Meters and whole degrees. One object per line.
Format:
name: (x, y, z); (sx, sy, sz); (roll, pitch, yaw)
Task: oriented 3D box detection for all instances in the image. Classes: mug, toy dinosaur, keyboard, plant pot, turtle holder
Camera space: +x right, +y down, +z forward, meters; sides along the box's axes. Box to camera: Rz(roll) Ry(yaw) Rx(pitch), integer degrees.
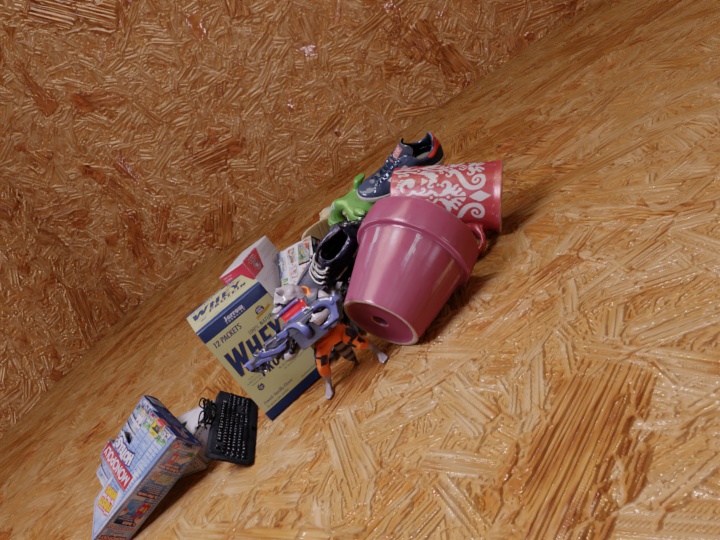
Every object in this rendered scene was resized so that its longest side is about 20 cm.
mug: (0.157, -0.123, 0.988); (0.199, 0.134, 0.178); (3, 47, 15)
toy dinosaur: (-0.027, 0.064, 0.985); (0.136, 0.102, 0.201); (-18, 67, 57)
keyboard: (-0.223, 0.248, 0.903); (0.200, 0.104, 0.040); (-126, 50, -72)
plant pot: (0.067, 0.011, 0.861); (0.200, 0.200, 0.179); (-12, 44, 52)
turtle holder: (0.028, -0.120, 1.179); (0.185, 0.132, 0.141); (-26, 50, -7)

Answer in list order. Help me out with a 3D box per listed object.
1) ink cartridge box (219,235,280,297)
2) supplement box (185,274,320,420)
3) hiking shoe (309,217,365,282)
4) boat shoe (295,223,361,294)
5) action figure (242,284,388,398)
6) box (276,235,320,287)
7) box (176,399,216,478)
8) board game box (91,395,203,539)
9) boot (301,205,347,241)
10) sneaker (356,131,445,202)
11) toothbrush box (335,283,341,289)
ink cartridge box: (-0.210, 0.042, 1.255); (0.083, 0.200, 0.147); (-31, 17, 25)
supplement box: (-0.196, 0.131, 0.988); (0.134, 0.200, 0.200); (-41, 18, -16)
hiking shoe: (-0.011, -0.078, 1.056); (0.200, 0.101, 0.076); (-48, -23, -12)
boat shoe: (-0.069, -0.008, 0.967); (0.200, 0.075, 0.093); (-50, -17, 17)
action figure: (-0.082, 0.106, 0.849); (0.200, 0.194, 0.105); (-30, 17, 17)
box: (-0.126, 0.035, 1.182); (0.110, 0.035, 0.201); (-25, 62, 30)
box: (-0.342, 0.326, 0.987); (0.200, 0.060, 0.117); (-28, 19, 24)
board game box: (-0.377, 0.330, 0.891); (0.200, 0.062, 0.200); (17, 73, 47)
boot: (-0.075, -0.111, 1.320); (0.200, 0.073, 0.155); (-34, 19, -19)
sneaker: (0.074, -0.217, 1.097); (0.200, 0.085, 0.075); (-31, 51, -1)
toothbrush box: (-0.031, -0.023, 1.283); (0.146, 0.085, 0.200); (-27, 18, 23)
